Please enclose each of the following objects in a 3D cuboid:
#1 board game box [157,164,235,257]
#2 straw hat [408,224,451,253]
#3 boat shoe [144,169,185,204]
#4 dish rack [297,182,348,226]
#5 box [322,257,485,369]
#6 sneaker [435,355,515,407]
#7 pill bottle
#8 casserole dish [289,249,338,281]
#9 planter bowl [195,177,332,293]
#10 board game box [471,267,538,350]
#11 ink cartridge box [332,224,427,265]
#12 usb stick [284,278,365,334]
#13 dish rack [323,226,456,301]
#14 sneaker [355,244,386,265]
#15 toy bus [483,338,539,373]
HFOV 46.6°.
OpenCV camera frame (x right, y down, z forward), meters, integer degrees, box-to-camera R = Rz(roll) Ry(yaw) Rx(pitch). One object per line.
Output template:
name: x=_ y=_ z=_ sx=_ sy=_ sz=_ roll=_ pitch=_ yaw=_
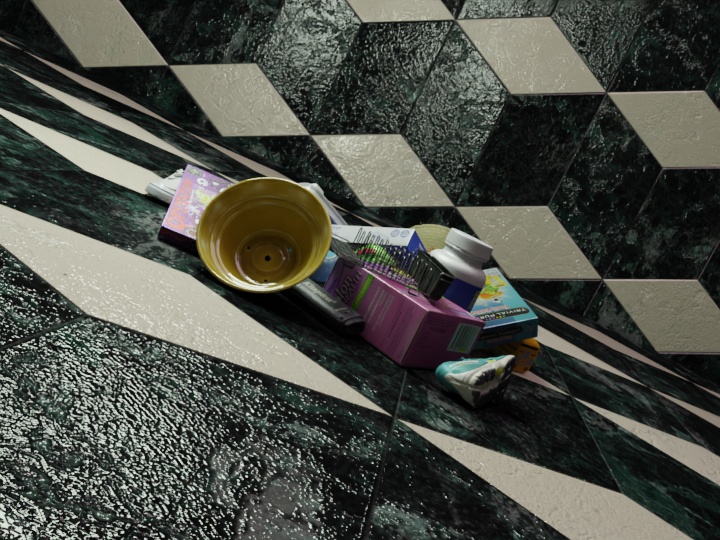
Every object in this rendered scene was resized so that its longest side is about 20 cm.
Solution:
board game box: x=-0.251 y=-0.095 z=1.368 sx=0.120 sy=0.032 sz=0.200 roll=19 pitch=34 yaw=-11
straw hat: x=0.139 y=0.005 z=1.730 sx=0.201 sy=0.201 sz=0.085 roll=30 pitch=40 yaw=22
boat shoe: x=-0.349 y=-0.164 z=1.620 sx=0.074 sy=0.065 sz=0.200 roll=28 pitch=9 yaw=8
dish rack: x=-0.095 y=-0.107 z=1.690 sx=0.172 sy=0.044 sz=0.200 roll=1 pitch=-41 yaw=48
box: x=0.065 y=0.070 z=1.343 sx=0.200 sy=0.097 sz=0.176 roll=32 pitch=11 yaw=37
sneaker: x=0.179 y=0.155 z=1.264 sx=0.080 sy=0.078 sz=0.200 roll=21 pitch=5 yaw=29
pill bottle: x=0.151 y=0.032 z=1.468 sx=0.112 sy=0.200 sz=0.112 roll=25 pitch=9 yaw=-4
casserole dish: x=-0.105 y=-0.056 z=1.411 sx=0.200 sy=0.039 sz=0.121 roll=38 pitch=26 yaw=8
planter bowl: x=-0.142 y=-0.036 z=1.265 sx=0.200 sy=0.200 sz=0.083 roll=28 pitch=-27 yaw=14
board game box: x=0.231 y=0.072 z=1.615 sx=0.151 sy=0.047 sz=0.200 roll=-11 pitch=30 yaw=-11
ink cartridge box: x=0.026 y=-0.038 z=1.571 sx=0.200 sy=0.044 sz=0.094 roll=5 pitch=-35 yaw=33
usb stick: x=-0.072 y=0.043 z=1.306 sx=0.055 sy=0.033 sz=0.200 roll=0 pitch=26 yaw=-47
dish rack: x=0.037 y=-0.020 z=1.298 sx=0.200 sy=0.055 sz=0.153 roll=23 pitch=9 yaw=-16
sneaker: x=0.000 y=0.000 z=1.524 sx=0.084 sy=0.077 sz=0.200 roll=24 pitch=-13 yaw=-29
toy bus: x=0.265 y=0.121 z=1.672 sx=0.065 sy=0.078 sz=0.200 roll=18 pitch=12 yaw=-40
